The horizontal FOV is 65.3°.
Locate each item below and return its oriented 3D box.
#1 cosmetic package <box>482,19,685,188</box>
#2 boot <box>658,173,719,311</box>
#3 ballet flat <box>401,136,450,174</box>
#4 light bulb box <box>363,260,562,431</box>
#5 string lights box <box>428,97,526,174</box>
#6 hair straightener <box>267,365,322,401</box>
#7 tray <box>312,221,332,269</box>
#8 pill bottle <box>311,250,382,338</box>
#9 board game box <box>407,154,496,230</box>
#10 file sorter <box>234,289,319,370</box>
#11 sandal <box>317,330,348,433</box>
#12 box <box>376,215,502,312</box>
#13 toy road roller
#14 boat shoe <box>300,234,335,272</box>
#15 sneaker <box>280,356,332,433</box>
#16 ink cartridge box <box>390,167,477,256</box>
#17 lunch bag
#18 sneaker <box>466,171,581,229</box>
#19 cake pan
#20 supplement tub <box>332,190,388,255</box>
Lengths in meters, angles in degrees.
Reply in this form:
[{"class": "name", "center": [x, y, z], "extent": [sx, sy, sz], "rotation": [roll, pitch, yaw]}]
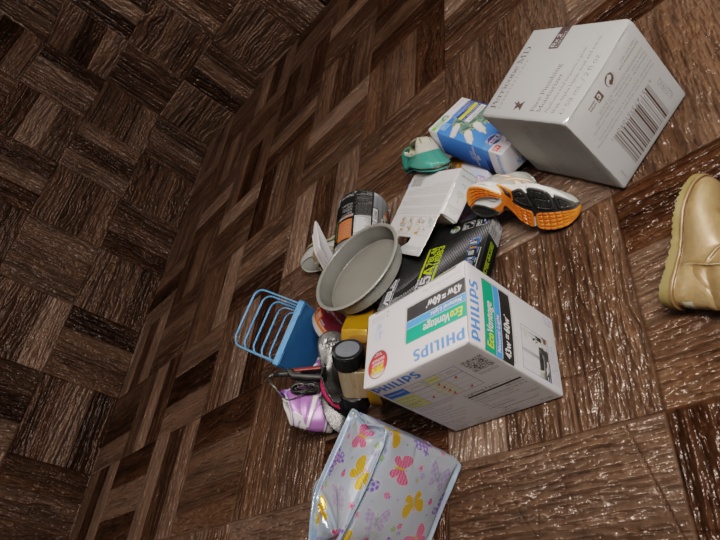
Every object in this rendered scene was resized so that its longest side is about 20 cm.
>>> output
[{"class": "cosmetic package", "center": [0.331, -0.253, 0.858], "extent": [0.166, 0.164, 0.200], "rotation": [-57, 29, 2]}, {"class": "boot", "center": [0.439, -0.024, 0.596], "extent": [0.199, 0.065, 0.178], "rotation": [6, 81, 60]}, {"class": "ballet flat", "center": [0.124, -0.234, 1.138], "extent": [0.200, 0.066, 0.072], "rotation": [-145, 41, -76]}, {"class": "light bulb box", "center": [0.141, 0.118, 0.795], "extent": [0.197, 0.199, 0.126], "rotation": [-33, 39, 38]}, {"class": "string lights box", "center": [0.233, -0.254, 1.056], "extent": [0.103, 0.059, 0.199], "rotation": [-44, 41, -9]}, {"class": "hair straightener", "center": [-0.085, 0.218, 1.104], "extent": [0.041, 0.196, 0.078], "rotation": [89, 180, -50]}, {"class": "tray", "center": [-0.064, -0.003, 1.240], "extent": [0.022, 0.201, 0.108], "rotation": [-20, 38, 6]}, {"class": "pill bottle", "center": [0.000, 0.063, 1.151], "extent": [0.200, 0.113, 0.115], "rotation": [-49, 31, 20]}, {"class": "board game box", "center": [0.184, -0.165, 1.138], "extent": [0.199, 0.041, 0.202], "rotation": [-41, 35, 31]}, {"class": "file sorter", "center": [-0.167, 0.141, 1.228], "extent": [0.121, 0.200, 0.140], "rotation": [18, 76, 19]}, {"class": "sandal", "center": [-0.046, 0.213, 1.065], "extent": [0.074, 0.045, 0.203], "rotation": [-13, 75, 1]}, {"class": "box", "center": [0.140, -0.001, 0.982], "extent": [0.191, 0.048, 0.201], "rotation": [-13, 37, 38]}, {"class": "toy road roller", "center": [0.038, 0.154, 1.007], "extent": [0.144, 0.125, 0.201], "rotation": [-3, 29, 13]}, {"class": "boat shoe", "center": [-0.088, -0.033, 1.416], "extent": [0.199, 0.074, 0.069], "rotation": [-28, 37, 43]}, {"class": "sneaker", "center": [-0.105, 0.228, 1.158], "extent": [0.073, 0.112, 0.203], "rotation": [107, 169, -48]}, {"class": "ink cartridge box", "center": [0.122, -0.103, 1.069], "extent": [0.176, 0.043, 0.200], "rotation": [-65, 20, -3]}, {"class": "lunch bag", "center": [0.025, 0.331, 0.819], "extent": [0.127, 0.168, 0.202], "rotation": [7, 71, 57]}, {"class": "sneaker", "center": [0.276, -0.130, 0.927], "extent": [0.198, 0.076, 0.092], "rotation": [20, 49, 43]}, {"class": "cake pan", "center": [0.000, 0.000, 1.055], "extent": [0.199, 0.037, 0.202], "rotation": [-33, 33, 25]}, {"class": "supplement tub", "center": [0.001, -0.072, 1.262], "extent": [0.122, 0.122, 0.202], "rotation": [-33, 39, 39]}]
